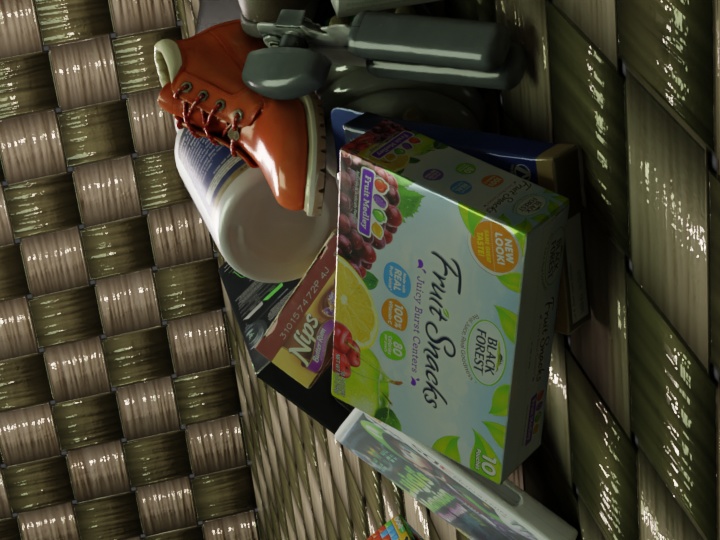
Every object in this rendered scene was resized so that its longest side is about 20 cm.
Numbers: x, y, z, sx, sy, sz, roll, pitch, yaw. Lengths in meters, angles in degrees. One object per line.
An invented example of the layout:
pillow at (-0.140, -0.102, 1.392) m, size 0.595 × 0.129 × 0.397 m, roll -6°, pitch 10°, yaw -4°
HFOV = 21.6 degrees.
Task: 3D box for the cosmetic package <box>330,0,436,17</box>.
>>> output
cosmetic package at (0.008, -0.278, 1.310) m, size 0.085 × 0.108 × 0.200 m, roll 93°, pitch 164°, yaw -52°

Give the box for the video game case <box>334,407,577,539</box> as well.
video game case at (0.066, 0.161, 1.437) m, size 0.182 × 0.023 × 0.200 m, roll 37°, pitch 166°, yaw 2°

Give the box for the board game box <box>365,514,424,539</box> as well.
board game box at (0.087, 0.304, 1.450) m, size 0.200 × 0.057 × 0.165 m, roll 48°, pitch -173°, yaw -27°

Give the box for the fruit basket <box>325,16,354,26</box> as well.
fruit basket at (0.002, -0.153, 1.558) m, size 0.200 × 0.094 × 0.185 m, roll 84°, pitch 170°, yaw -50°

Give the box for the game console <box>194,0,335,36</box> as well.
game console at (-0.042, -0.214, 1.483) m, size 0.200 × 0.176 × 0.116 m, roll 49°, pitch 168°, yaw 47°

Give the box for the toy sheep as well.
toy sheep at (0.027, -0.104, 1.348) m, size 0.138 × 0.138 × 0.200 m, roll 95°, pitch 177°, yaw -61°

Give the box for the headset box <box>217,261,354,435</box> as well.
headset box at (-0.024, 0.065, 1.736) m, size 0.174 × 0.093 × 0.200 m, roll 39°, pitch -167°, yaw -32°

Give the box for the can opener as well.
can opener at (0.011, -0.134, 1.249) m, size 0.053 × 0.200 × 0.067 m, roll 39°, pitch -114°, yaw -52°

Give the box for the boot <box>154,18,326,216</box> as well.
boot at (-0.084, -0.105, 1.329) m, size 0.200 × 0.107 × 0.075 m, roll -115°, pitch 24°, yaw -45°

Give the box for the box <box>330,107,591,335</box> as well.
box at (0.055, -0.035, 1.223) m, size 0.200 × 0.032 × 0.121 m, roll 13°, pitch 122°, yaw 39°

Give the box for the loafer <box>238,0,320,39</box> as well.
loafer at (-0.050, -0.256, 1.381) m, size 0.071 × 0.073 × 0.200 m, roll 76°, pitch -166°, yaw -45°

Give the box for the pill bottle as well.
pill bottle at (-0.089, -0.085, 1.546) m, size 0.200 × 0.111 × 0.111 m, roll -122°, pitch 22°, yaw -53°

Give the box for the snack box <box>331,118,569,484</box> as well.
snack box at (0.053, 0.021, 1.195) m, size 0.142 × 0.053 × 0.200 m, roll 25°, pitch 132°, yaw 28°

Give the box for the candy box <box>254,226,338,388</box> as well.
candy box at (0.000, 0.000, 1.435) m, size 0.117 × 0.056 × 0.200 m, roll -55°, pitch -5°, yaw 25°
